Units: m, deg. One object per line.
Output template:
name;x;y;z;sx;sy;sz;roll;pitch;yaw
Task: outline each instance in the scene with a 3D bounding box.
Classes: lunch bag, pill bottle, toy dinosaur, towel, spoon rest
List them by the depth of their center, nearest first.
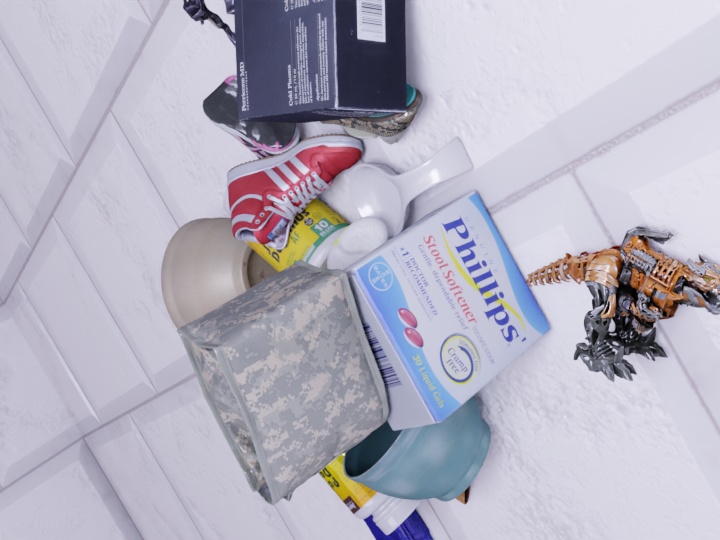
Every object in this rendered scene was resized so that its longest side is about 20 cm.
toy dinosaur;0.258;0.023;0.808;0.199;0.100;0.139;-156;59;-63
lunch bag;-0.070;0.117;0.849;0.117;0.162;0.204;12;127;55
spoon rest;0.046;-0.098;0.981;0.199;0.060;0.101;-24;96;54
pill bottle;-0.097;-0.059;1.142;0.199;0.112;0.114;39;141;25
pill bottle;-0.002;0.275;1.183;0.200;0.109;0.110;47;144;9
towel;0.067;0.455;1.378;0.202;0.049;0.147;58;144;1

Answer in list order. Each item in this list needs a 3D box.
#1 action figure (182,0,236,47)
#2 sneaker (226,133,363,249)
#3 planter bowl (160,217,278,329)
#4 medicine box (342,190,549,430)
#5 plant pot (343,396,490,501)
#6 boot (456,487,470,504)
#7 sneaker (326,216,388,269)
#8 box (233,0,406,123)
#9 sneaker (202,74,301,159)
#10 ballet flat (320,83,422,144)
action figure;-0.118;-0.284;1.011;0.117;0.104;0.199;-19;144;27
sneaker;-0.082;-0.096;1.046;0.196;0.071;0.115;-16;63;23
planter bowl;-0.183;0.012;1.249;0.133;0.200;0.204;-9;110;36
medicine box;0.082;0.043;0.919;0.185;0.198;0.102;60;149;-3
plant pot;0.085;0.216;1.076;0.133;0.202;0.200;35;146;-11
boot;0.084;0.285;1.241;0.198;0.068;0.192;27;127;27
sneaker;0.000;0.000;1.083;0.075;0.105;0.202;34;126;11
box;-0.047;-0.267;0.882;0.180;0.103;0.205;7;100;48
sneaker;-0.145;-0.192;1.137;0.200;0.080;0.087;44;170;38
ballet flat;0.011;-0.185;0.967;0.198;0.068;0.076;21;152;45
